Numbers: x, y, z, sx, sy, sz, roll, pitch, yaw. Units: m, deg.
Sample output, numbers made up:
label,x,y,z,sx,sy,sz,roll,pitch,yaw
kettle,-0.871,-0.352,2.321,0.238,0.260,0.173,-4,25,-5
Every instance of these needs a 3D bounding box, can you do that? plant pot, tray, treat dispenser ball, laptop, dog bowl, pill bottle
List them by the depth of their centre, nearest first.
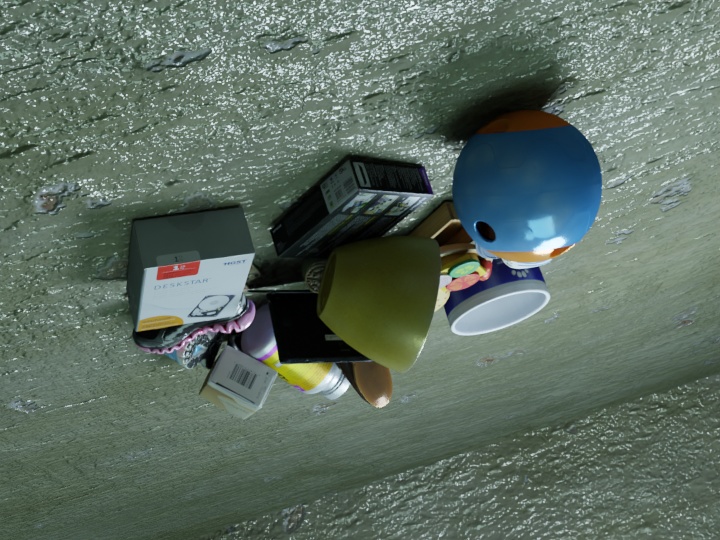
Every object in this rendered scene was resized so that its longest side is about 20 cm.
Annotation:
label,x,y,z,sx,sy,sz,roll,pitch,yaw
treat dispenser ball,0.222,-0.111,1.376,0.199,0.203,0.201,-15,159,-6
plant pot,0.017,0.035,1.493,0.140,0.202,0.200,13,151,-11
laptop,-0.072,0.084,1.631,0.175,0.202,0.104,0,144,-22
tray,0.124,-0.048,1.686,0.098,0.037,0.200,-2,155,-35
pill bottle,-0.105,0.147,1.790,0.104,0.105,0.199,-31,128,31
dog bowl,0.255,0.047,1.960,0.198,0.080,0.200,-15,158,-6

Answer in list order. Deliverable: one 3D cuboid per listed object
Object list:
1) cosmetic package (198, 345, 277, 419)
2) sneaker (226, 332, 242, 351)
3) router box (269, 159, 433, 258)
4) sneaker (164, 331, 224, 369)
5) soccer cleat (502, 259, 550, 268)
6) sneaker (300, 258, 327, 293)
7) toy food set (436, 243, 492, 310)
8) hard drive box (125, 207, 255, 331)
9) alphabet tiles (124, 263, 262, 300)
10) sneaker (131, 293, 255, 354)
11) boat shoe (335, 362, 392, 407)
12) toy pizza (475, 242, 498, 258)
label,x,y,z,sx,sy,sz,roll,pitch,yaw
cosmetic package,-0.217,0.199,1.798,0.104,0.072,0.200,28,162,-5
sneaker,-0.147,0.125,1.851,0.198,0.078,0.082,-15,152,-8
router box,-0.014,-0.082,1.470,0.148,0.052,0.200,1,153,-43
sneaker,-0.289,0.114,1.736,0.089,0.079,0.200,22,178,11
soccer cleat,0.269,-0.034,1.782,0.086,0.071,0.199,-31,155,30
sneaker,0.000,0.000,1.624,0.198,0.068,0.090,3,-162,-18
toy food set,0.129,0.015,1.727,0.198,0.049,0.198,-24,158,17
hard drive box,-0.245,0.001,1.453,0.154,0.078,0.200,-9,155,-19
alphabet tiles,-0.258,0.024,1.605,0.198,0.006,0.167,-19,158,4
sneaker,-0.269,0.063,1.611,0.198,0.079,0.096,-18,137,0
boat shoe,-0.011,0.143,1.763,0.070,0.202,0.070,-35,-160,-27
toy pizza,0.255,-0.098,1.618,0.199,0.032,0.201,-30,152,-18
